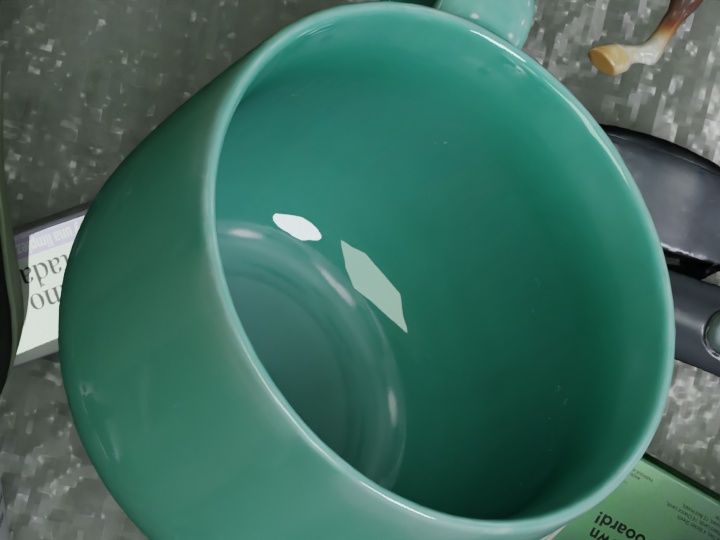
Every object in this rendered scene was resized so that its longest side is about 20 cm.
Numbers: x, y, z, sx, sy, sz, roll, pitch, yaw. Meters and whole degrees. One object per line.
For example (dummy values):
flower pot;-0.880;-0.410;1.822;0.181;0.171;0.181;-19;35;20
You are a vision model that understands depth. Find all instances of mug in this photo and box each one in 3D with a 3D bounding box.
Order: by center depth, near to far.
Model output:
mug;0.003;0.011;0.770;0.185;0.114;0.152;-35;90;-42

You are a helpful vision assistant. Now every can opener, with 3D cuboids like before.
can opener;0.135;0.024;0.844;0.200;0.063;0.079;25;100;-6

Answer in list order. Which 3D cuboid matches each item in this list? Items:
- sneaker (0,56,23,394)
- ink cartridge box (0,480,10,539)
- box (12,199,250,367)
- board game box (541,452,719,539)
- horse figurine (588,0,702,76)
sneaker;-0.132;-0.016;0.719;0.075;0.106;0.200;-8;126;7
ink cartridge box;-0.167;0.170;0.825;0.146;0.084;0.201;-8;96;-3
box;-0.133;0.017;0.836;0.199;0.041;0.039;-19;98;-3
board game box;0.088;0.133;0.868;0.200;0.029;0.135;30;94;-6
horse figurine;0.136;-0.078;0.832;0.200;0.050;0.133;44;68;4
